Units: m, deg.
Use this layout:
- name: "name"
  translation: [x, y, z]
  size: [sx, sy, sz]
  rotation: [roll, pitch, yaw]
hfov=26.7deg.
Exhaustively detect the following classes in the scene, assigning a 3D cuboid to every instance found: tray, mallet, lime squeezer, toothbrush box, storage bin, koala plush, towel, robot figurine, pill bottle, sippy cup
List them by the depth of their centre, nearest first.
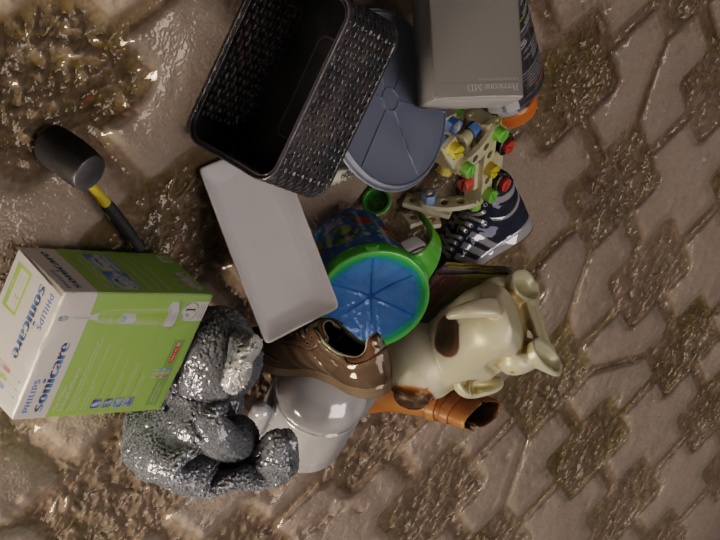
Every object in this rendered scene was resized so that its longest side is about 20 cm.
- name: "mallet"
  translation: [-0.246, -0.066, 1.475]
  size: [0.041, 0.066, 0.200]
  rotation: [-48, 145, -12]
- name: "toothbrush box"
  translation: [-0.267, 0.062, 1.515]
  size: [0.199, 0.086, 0.146]
  rotation: [0, 122, -52]
- name: "storage bin"
  translation: [-0.068, -0.191, 1.543]
  size: [0.094, 0.135, 0.201]
  rotation: [15, 103, -54]
- name: "koala plush"
  translation: [-0.164, 0.126, 1.638]
  size: [0.183, 0.177, 0.201]
  rotation: [-11, 128, -36]
- name: "tray"
  translation: [-0.102, -0.032, 1.641]
  size: [0.107, 0.022, 0.201]
  rotation: [-25, 99, -34]
- name: "sippy cup"
  translation: [0.000, 0.000, 1.758]
  size: [0.177, 0.131, 0.140]
  rotation: [-2, 123, -14]
- name: "pill bottle"
  translation: [0.161, -0.260, 1.808]
  size: [0.106, 0.106, 0.200]
  rotation: [-46, 143, -18]
- name: "robot figurine"
  translation: [-0.058, 0.165, 1.811]
  size: [0.169, 0.113, 0.200]
  rotation: [-13, 151, -27]
- name: "lime squeezer"
  translation: [0.024, -0.068, 1.840]
  size: [0.070, 0.038, 0.201]
  rotation: [-10, 121, -48]
- name: "towel"
  translation: [0.100, 0.051, 1.943]
  size: [0.143, 0.023, 0.200]
  rotation: [2, 145, -40]

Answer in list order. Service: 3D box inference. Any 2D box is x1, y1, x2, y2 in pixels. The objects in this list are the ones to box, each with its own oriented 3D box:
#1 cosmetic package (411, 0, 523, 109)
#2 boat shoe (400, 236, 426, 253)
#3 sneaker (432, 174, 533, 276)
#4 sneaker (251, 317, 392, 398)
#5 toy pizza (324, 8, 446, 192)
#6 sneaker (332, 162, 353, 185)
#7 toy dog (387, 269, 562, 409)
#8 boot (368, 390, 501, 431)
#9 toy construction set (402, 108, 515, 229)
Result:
- name: "cosmetic package"
  translation: [0.114, -0.279, 1.654]
  size: [0.106, 0.090, 0.201]
  rotation: [-5, 87, -12]
- name: "boat shoe"
  translation: [0.020, 0.045, 1.867]
  size: [0.200, 0.070, 0.071]
  rotation: [-43, 160, -13]
- name: "sneaker"
  translation: [0.131, -0.050, 1.963]
  size: [0.200, 0.070, 0.109]
  rotation: [-35, 129, -18]
- name: "sneaker"
  translation: [-0.049, 0.079, 1.686]
  size: [0.070, 0.199, 0.076]
  rotation: [-38, 134, -49]
- name: "toy pizza"
  translation: [0.022, -0.185, 1.659]
  size: [0.200, 0.032, 0.202]
  rotation: [6, 82, -47]
- name: "sneaker"
  translation: [0.009, -0.181, 1.709]
  size: [0.200, 0.069, 0.100]
  rotation: [-37, 134, -32]
- name: "toy dog"
  translation: [0.121, 0.100, 1.864]
  size: [0.199, 0.140, 0.194]
  rotation: [-26, 167, 26]
- name: "boot"
  translation: [0.075, 0.174, 1.979]
  size: [0.199, 0.155, 0.077]
  rotation: [-12, 125, -47]
- name: "toy construction set"
  translation: [0.121, -0.120, 1.830]
  size: [0.131, 0.092, 0.200]
  rotation: [-38, 162, -32]
